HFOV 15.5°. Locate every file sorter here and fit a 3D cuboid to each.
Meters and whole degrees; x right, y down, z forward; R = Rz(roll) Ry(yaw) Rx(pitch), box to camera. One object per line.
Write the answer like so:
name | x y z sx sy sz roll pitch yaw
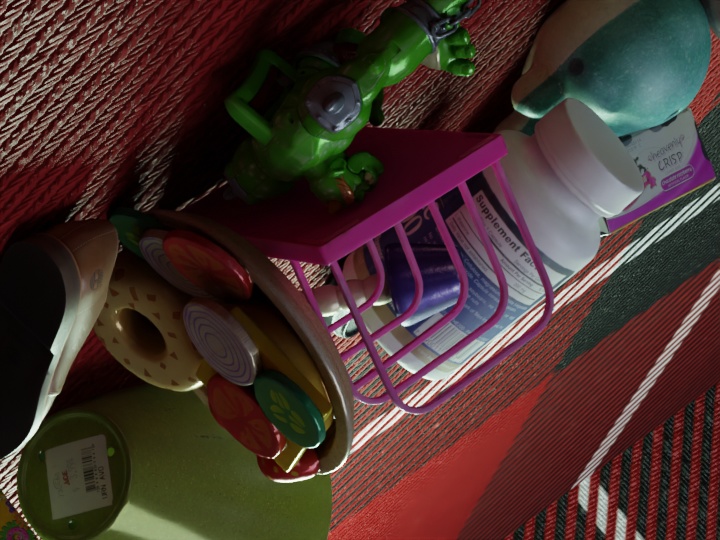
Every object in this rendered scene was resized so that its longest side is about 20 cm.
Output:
file sorter | 0.000 0.000 1.599 0.139 0.126 0.200 -32 -160 -26

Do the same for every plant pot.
plant pot | -0.146 0.154 1.838 0.187 0.188 0.200 -42 153 13

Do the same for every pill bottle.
pill bottle | 0.093 -0.025 1.806 0.200 0.111 0.111 -40 166 20

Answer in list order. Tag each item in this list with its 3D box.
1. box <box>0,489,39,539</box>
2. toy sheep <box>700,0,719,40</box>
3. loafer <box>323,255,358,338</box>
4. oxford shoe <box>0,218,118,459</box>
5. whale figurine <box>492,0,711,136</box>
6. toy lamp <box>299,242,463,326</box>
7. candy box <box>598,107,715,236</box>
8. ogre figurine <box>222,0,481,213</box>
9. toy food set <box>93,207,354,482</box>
box | -0.321 0.231 1.695 0.199 0.122 0.193 -32 164 -30
toy sheep | 0.299 -0.209 1.862 0.138 0.138 0.200 -46 169 27
loafer | 0.025 -0.001 1.948 0.068 0.070 0.201 -38 168 -36
oxford shoe | -0.189 0.043 1.564 0.071 0.071 0.200 -32 164 -44
whale figurine | 0.170 -0.127 1.867 0.159 0.104 0.200 -25 162 -45
toy lamp | -0.028 0.021 1.752 0.199 0.059 0.058 -14 167 6
candy box | 0.144 -0.054 1.958 0.136 0.061 0.199 -26 -174 -42
ogre figurine | -0.015 -0.097 1.523 0.199 0.098 0.120 -7 -150 50
toy food set | -0.081 0.044 1.571 0.049 0.200 0.198 -39 171 -26
